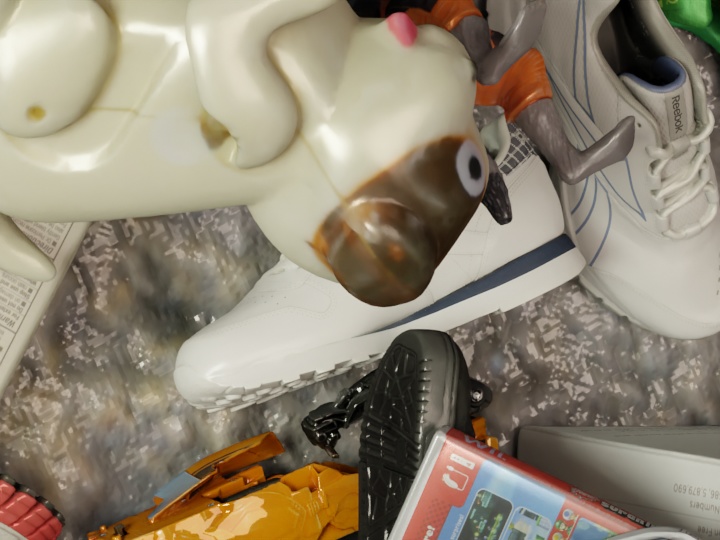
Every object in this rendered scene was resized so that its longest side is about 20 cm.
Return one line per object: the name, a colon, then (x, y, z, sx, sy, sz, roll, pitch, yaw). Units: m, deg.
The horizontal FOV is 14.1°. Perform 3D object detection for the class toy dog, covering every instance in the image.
toy dog: (-0.049, -0.059, 1.057, 0.199, 0.140, 0.195, 19, 108, -4)

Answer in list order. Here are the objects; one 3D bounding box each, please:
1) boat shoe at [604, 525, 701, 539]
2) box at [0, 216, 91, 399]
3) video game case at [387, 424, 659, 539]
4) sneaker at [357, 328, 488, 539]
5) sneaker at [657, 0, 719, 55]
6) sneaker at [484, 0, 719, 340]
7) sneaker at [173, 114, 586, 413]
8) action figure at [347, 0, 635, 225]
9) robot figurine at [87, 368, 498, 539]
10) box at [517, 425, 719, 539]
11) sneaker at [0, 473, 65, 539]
boat shoe: (0.044, 0.152, 1.121, 0.199, 0.067, 0.074, -29, 91, 14)
box: (-0.155, -0.042, 1.150, 0.095, 0.078, 0.201, 33, 79, -26)
video game case: (0.093, 0.168, 1.157, 0.199, 0.017, 0.144, 25, 103, 7)
sneaker: (0.053, 0.125, 1.220, 0.104, 0.060, 0.201, 2, 97, -24)
sneaker: (0.151, -0.153, 1.306, 0.200, 0.074, 0.084, 48, 69, -23)
sneaker: (0.122, -0.055, 1.292, 0.074, 0.087, 0.201, -34, 110, -23)
sneaker: (0.000, 0.000, 1.249, 0.199, 0.076, 0.081, -23, 93, -29)
action figure: (-0.005, -0.102, 1.167, 0.200, 0.193, 0.105, 19, 95, -57)
robot figurine: (-0.014, 0.122, 1.251, 0.199, 0.058, 0.146, -21, 104, -24)
box: (0.198, 0.140, 1.286, 0.198, 0.200, 0.132, 1, 92, -28)
sneaker: (-0.211, 0.088, 1.132, 0.200, 0.078, 0.082, 31, 81, -26)
